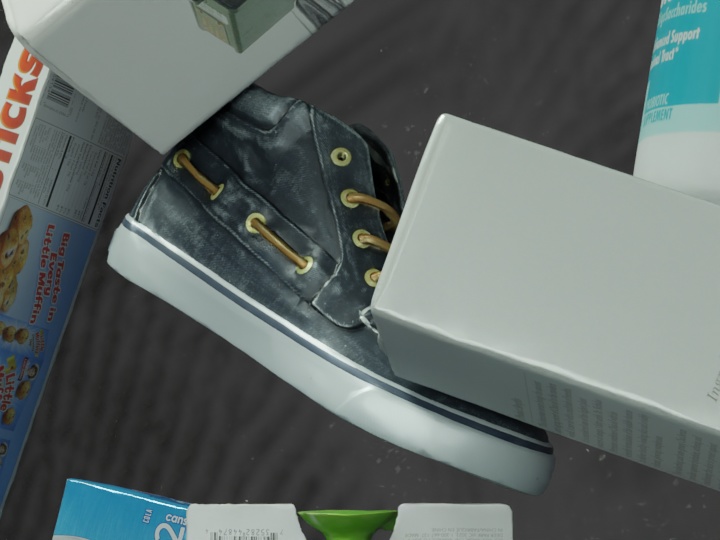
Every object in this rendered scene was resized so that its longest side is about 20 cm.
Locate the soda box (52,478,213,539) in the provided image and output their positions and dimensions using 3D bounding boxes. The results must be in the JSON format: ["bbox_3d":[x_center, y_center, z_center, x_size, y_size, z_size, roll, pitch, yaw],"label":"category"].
[{"bbox_3d":[-0.089,0.181,1.018,0.064,0.068,0.202,10,84,27],"label":"soda box"}]

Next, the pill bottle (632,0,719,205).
[{"bbox_3d":[0.158,-0.106,0.937,0.110,0.111,0.202,6,81,26],"label":"pill bottle"}]

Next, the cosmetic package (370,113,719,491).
[{"bbox_3d":[0.109,0.025,0.905,0.199,0.101,0.072,19,79,9],"label":"cosmetic package"}]

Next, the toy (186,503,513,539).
[{"bbox_3d":[-0.001,0.180,0.981,0.114,0.047,0.202,-1,92,8],"label":"toy"}]

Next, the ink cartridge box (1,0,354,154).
[{"bbox_3d":[-0.040,-0.164,1.033,0.200,0.084,0.146,-37,42,15],"label":"ink cartridge box"}]

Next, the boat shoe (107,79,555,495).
[{"bbox_3d":[0.000,0.000,1.012,0.200,0.071,0.091,30,94,28],"label":"boat shoe"}]

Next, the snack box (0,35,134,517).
[{"bbox_3d":[-0.136,0.008,1.075,0.024,0.072,0.201,18,87,26],"label":"snack box"}]
